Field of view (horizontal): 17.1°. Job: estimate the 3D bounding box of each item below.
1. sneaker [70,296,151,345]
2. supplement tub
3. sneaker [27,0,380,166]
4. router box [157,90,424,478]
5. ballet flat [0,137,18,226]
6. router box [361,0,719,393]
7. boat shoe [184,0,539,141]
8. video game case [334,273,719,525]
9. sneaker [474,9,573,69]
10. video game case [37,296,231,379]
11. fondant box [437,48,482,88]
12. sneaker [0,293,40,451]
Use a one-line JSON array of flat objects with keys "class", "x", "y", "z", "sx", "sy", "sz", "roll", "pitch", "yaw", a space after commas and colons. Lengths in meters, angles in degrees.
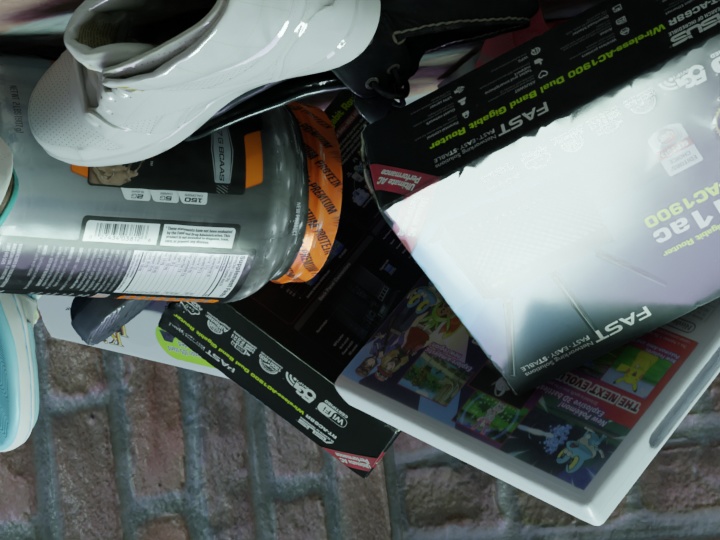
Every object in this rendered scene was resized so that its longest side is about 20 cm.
[{"class": "sneaker", "x": -0.125, "y": -0.032, "z": 1.361, "sx": 0.070, "sy": 0.082, "sz": 0.200, "roll": -42, "pitch": -174, "yaw": 36}, {"class": "supplement tub", "x": -0.118, "y": -0.046, "z": 1.241, "sx": 0.199, "sy": 0.123, "sz": 0.122, "roll": 3, "pitch": 173, "yaw": -26}, {"class": "sneaker", "x": -0.102, "y": -0.100, "z": 1.050, "sx": 0.199, "sy": 0.074, "sz": 0.115, "roll": -21, "pitch": 166, "yaw": 36}, {"class": "router box", "x": 0.000, "y": 0.000, "z": 1.376, "sx": 0.200, "sy": 0.150, "sz": 0.062, "roll": -50, "pitch": 176, "yaw": -37}, {"class": "ballet flat", "x": -0.214, "y": -0.071, "z": 1.129, "sx": 0.069, "sy": 0.070, "sz": 0.200, "roll": -5, "pitch": -158, "yaw": -21}, {"class": "router box", "x": 0.121, "y": -0.044, "z": 1.138, "sx": 0.199, "sy": 0.062, "sz": 0.150, "roll": -27, "pitch": 131, "yaw": 14}, {"class": "boat shoe", "x": -0.006, "y": -0.100, "z": 1.164, "sx": 0.198, "sy": 0.067, "sz": 0.074, "roll": -7, "pitch": 174, "yaw": 8}, {"class": "video game case", "x": 0.106, "y": 0.026, "z": 1.236, "sx": 0.199, "sy": 0.182, "sz": 0.023, "roll": 23, "pitch": 157, "yaw": 47}, {"class": "sneaker", "x": 0.146, "y": -0.095, "z": 1.259, "sx": 0.199, "sy": 0.087, "sz": 0.074, "roll": 6, "pitch": -168, "yaw": -31}, {"class": "video game case", "x": -0.074, "y": -0.015, "z": 1.491, "sx": 0.180, "sy": 0.046, "sz": 0.200, "roll": 11, "pitch": -140, "yaw": 39}, {"class": "fondant box", "x": 0.134, "y": -0.105, "z": 1.413, "sx": 0.143, "sy": 0.059, "sz": 0.200, "roll": -6, "pitch": 175, "yaw": -10}, {"class": "sneaker", "x": -0.187, "y": -0.009, "z": 1.333, "sx": 0.079, "sy": 0.201, "sz": 0.130, "roll": -6, "pitch": -171, "yaw": 38}]
